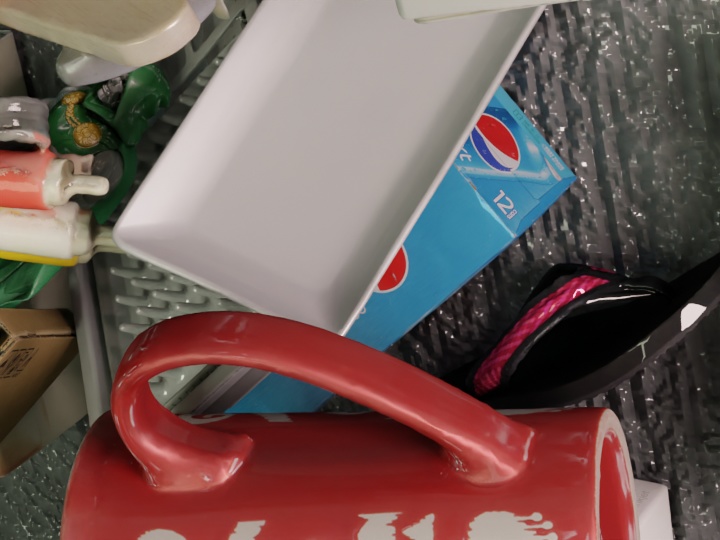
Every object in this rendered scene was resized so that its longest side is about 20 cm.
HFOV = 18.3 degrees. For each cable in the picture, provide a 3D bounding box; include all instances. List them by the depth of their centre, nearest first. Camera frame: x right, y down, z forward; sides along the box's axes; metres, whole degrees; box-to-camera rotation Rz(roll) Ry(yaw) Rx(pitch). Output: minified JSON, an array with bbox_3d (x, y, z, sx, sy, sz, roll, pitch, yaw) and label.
[{"bbox_3d":[-0.190,-0.029,0.891,0.198,0.051,0.097,-3,157,2],"label":"cable"}]

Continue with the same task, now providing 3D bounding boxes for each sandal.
[{"bbox_3d":[0.074,0.029,0.937,0.199,0.075,0.045,-26,100,42],"label":"sandal"}]

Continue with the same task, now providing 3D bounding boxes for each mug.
[{"bbox_3d":[-0.004,0.105,0.831,0.198,0.135,0.178,-4,154,15],"label":"mug"}]

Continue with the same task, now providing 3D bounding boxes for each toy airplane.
[{"bbox_3d":[-0.139,-0.132,0.932,0.198,0.202,0.141,-26,142,29],"label":"toy airplane"}]

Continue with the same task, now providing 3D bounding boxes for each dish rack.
[{"bbox_3d":[-0.069,-0.028,0.967,0.171,0.043,0.201,-41,49,40],"label":"dish rack"}]

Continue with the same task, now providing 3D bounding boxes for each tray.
[{"bbox_3d":[-0.003,-0.068,0.878,0.107,0.201,0.022,24,159,20],"label":"tray"}]

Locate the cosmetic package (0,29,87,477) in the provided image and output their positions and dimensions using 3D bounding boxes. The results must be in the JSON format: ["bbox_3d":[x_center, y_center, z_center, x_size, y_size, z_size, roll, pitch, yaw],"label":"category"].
[{"bbox_3d":[-0.208,-0.010,1.094,0.103,0.087,0.202,3,116,33],"label":"cosmetic package"}]

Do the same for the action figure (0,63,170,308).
[{"bbox_3d":[-0.161,-0.025,0.972,0.200,0.055,0.119,-39,49,11],"label":"action figure"}]

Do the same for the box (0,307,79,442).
[{"bbox_3d":[-0.189,0.083,0.961,0.021,0.200,0.164,41,90,2],"label":"box"}]

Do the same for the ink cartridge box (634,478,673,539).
[{"bbox_3d":[0.022,0.146,0.985,0.198,0.146,0.086,7,121,30],"label":"ink cartridge box"}]

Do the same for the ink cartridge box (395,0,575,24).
[{"bbox_3d":[0.057,-0.204,0.775,0.083,0.144,0.202,0,115,33],"label":"ink cartridge box"}]

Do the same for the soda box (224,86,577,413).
[{"bbox_3d":[0.000,0.000,0.976,0.068,0.064,0.200,49,131,1],"label":"soda box"}]
